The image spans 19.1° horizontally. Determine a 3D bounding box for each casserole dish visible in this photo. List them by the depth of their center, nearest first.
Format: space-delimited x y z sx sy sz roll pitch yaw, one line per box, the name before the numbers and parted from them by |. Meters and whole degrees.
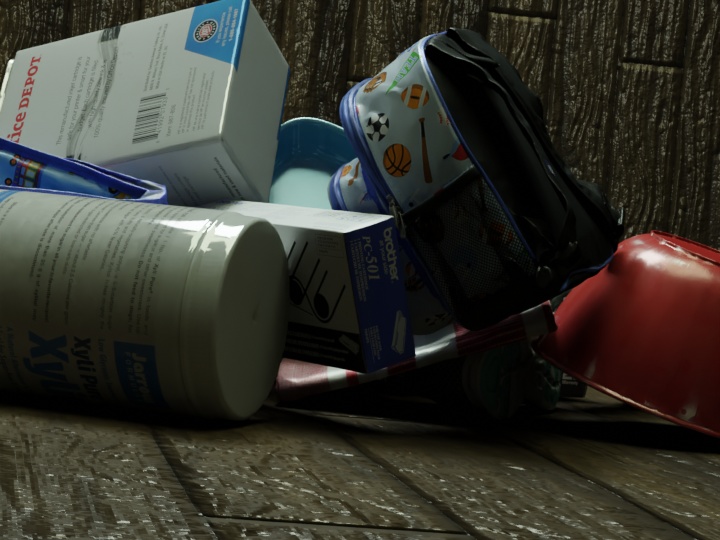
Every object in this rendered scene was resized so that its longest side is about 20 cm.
casserole dish | -0.006 -0.034 1.553 0.199 0.121 0.039 28 -34 16

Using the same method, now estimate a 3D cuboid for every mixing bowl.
mixing bowl | 0.230 0.039 1.516 0.198 0.109 0.200 19 8 -3

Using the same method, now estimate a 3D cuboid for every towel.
towel | 0.038 0.042 1.529 0.198 0.023 0.144 -15 14 4

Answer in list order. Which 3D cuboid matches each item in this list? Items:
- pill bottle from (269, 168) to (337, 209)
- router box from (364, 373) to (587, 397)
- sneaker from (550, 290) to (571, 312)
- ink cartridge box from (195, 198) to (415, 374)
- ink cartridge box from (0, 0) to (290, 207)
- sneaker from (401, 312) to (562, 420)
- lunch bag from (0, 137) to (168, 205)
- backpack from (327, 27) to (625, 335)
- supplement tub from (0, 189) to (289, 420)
pill bottle | 0.015 -0.030 1.650 0.198 0.121 0.120 -7 4 -9
router box | 0.068 0.062 1.750 0.199 0.063 0.149 4 1 -33
sneaker | 0.213 0.034 1.709 0.070 0.099 0.200 8 -17 36
ink cartridge box | -0.046 0.008 1.416 0.044 0.095 0.199 -18 15 -34
ink cartridge box | -0.163 -0.103 1.557 0.198 0.146 0.084 -10 -42 21
sneaker | 0.092 0.067 1.587 0.090 0.078 0.200 2 -1 22
lunch bag | -0.217 -0.002 1.482 0.198 0.152 0.094 12 31 7
backpack | 0.069 -0.059 1.424 0.153 0.192 0.200 -26 -3 18
supplement tub | -0.158 0.020 1.353 0.198 0.133 0.132 6 2 20
